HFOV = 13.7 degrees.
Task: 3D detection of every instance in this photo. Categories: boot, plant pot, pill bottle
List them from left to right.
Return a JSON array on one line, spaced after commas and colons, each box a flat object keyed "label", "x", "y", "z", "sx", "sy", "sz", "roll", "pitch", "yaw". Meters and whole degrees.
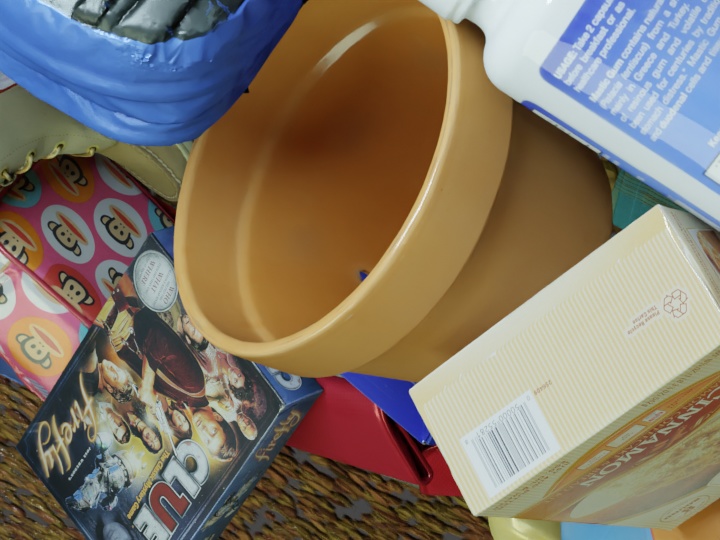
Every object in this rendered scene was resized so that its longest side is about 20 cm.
[{"label": "boot", "x": -0.202, "y": -0.068, "z": 1.793, "sx": 0.200, "sy": 0.156, "sz": 0.073, "roll": 41, "pitch": 157, "yaw": -22}, {"label": "plant pot", "x": 0.025, "y": -0.031, "z": 1.432, "sx": 0.140, "sy": 0.201, "sz": 0.200, "roll": 25, "pitch": 167, "yaw": -36}, {"label": "pill bottle", "x": 0.125, "y": -0.104, "z": 1.315, "sx": 0.200, "sy": 0.112, "sz": 0.112, "roll": 33, "pitch": 159, "yaw": -1}]

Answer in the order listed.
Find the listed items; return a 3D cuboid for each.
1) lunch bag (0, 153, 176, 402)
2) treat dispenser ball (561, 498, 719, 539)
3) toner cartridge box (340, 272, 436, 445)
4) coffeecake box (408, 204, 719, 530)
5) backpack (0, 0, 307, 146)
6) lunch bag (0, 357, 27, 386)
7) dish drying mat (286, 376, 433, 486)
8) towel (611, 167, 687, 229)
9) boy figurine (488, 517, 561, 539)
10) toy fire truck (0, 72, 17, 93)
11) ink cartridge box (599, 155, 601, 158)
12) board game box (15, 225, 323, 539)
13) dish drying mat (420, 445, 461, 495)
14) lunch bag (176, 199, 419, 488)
[{"label": "lunch bag", "x": -0.159, "y": 0.009, "z": 1.899, "sx": 0.200, "sy": 0.176, "sz": 0.082, "roll": 47, "pitch": 127, "yaw": -10}, {"label": "treat dispenser ball", "x": 0.208, "y": 0.137, "z": 1.606, "sx": 0.201, "sy": 0.201, "sz": 0.201, "roll": 28, "pitch": 159, "yaw": 12}, {"label": "toner cartridge box", "x": 0.000, "y": 0.000, "z": 1.624, "sx": 0.200, "sy": 0.095, "sz": 0.043, "roll": 40, "pitch": -161, "yaw": 29}, {"label": "coffeecake box", "x": 0.144, "y": 0.051, "z": 1.409, "sx": 0.200, "sy": 0.153, "sz": 0.073, "roll": 11, "pitch": -133, "yaw": -57}, {"label": "backpack", "x": -0.084, "y": -0.153, "z": 1.355, "sx": 0.162, "sy": 0.200, "sz": 0.168, "roll": 26, "pitch": 150, "yaw": 13}, {"label": "lunch bag", "x": -0.261, "y": -0.018, "z": 2.021, "sx": 0.136, "sy": 0.132, "sz": 0.200, "roll": 22, "pitch": 158, "yaw": 24}, {"label": "dish drying mat", "x": -0.042, "y": 0.078, "z": 1.760, "sx": 0.200, "sy": 0.018, "sz": 0.077, "roll": 14, "pitch": 145, "yaw": 45}, {"label": "towel", "x": 0.221, "y": -0.013, "z": 1.511, "sx": 0.200, "sy": 0.022, "sz": 0.147, "roll": 28, "pitch": 159, "yaw": 7}, {"label": "boy figurine", "x": 0.159, "y": 0.179, "z": 1.736, "sx": 0.200, "sy": 0.125, "sz": 0.064, "roll": 19, "pitch": -173, "yaw": -15}, {"label": "toy fire truck", "x": -0.201, "y": -0.154, "z": 1.535, "sx": 0.112, "sy": 0.200, "sz": 0.168, "roll": 39, "pitch": 150, "yaw": 37}, {"label": "ink cartridge box", "x": 0.035, "y": -0.101, "z": 1.548, "sx": 0.199, "sy": 0.041, "sz": 0.200, "roll": 31, "pitch": 158, "yaw": 2}, {"label": "board game box", "x": -0.116, "y": 0.088, "z": 1.767, "sx": 0.136, "sy": 0.035, "sz": 0.200, "roll": 50, "pitch": 129, "yaw": 19}, {"label": "dish drying mat", "x": 0.132, "y": 0.107, "z": 1.741, "sx": 0.199, "sy": 0.018, "sz": 0.077, "roll": -3, "pitch": 145, "yaw": 4}, {"label": "lunch bag", "x": -0.017, "y": 0.024, "z": 1.799, "sx": 0.164, "sy": 0.118, "sz": 0.200, "roll": 18, "pitch": 149, "yaw": 29}]
